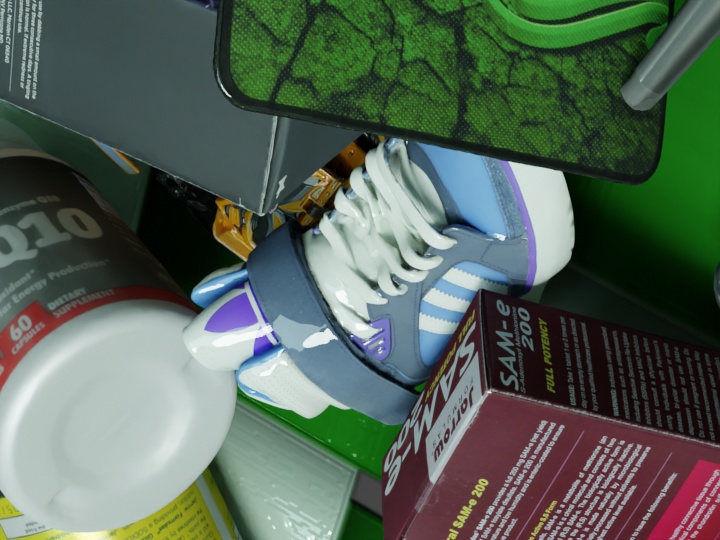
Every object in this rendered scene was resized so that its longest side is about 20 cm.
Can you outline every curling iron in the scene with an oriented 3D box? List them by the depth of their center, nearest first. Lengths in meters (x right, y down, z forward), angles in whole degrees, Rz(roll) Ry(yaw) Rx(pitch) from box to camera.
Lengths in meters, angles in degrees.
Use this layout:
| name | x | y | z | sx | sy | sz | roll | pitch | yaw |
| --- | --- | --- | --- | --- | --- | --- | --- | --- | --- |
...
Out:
| name | x | y | z | sx | sy | sz | roll | pitch | yaw |
| --- | --- | --- | --- | --- | --- | --- | --- | --- | --- |
| curling iron | 0.140 | -0.129 | 0.787 | 0.049 | 0.026 | 0.200 | 18 | 133 | -14 |

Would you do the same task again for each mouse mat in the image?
| name | x | y | z | sx | sy | sz | roll | pitch | yaw |
| --- | --- | --- | --- | --- | --- | --- | --- | --- | --- |
| mouse mat | 0.039 | -0.121 | 0.813 | 0.008 | 0.199 | 0.162 | -1 | 83 | 53 |

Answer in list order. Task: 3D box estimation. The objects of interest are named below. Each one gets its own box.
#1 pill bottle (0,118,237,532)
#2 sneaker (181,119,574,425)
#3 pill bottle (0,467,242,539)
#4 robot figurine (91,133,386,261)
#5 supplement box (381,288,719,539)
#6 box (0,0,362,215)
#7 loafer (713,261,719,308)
| name | x | y | z | sx | sy | sz | roll | pitch | yaw |
| --- | --- | --- | --- | --- | --- | --- | --- | --- | --- |
| pill bottle | -0.147 | 0.016 | 1.043 | 0.200 | 0.114 | 0.114 | 45 | 140 | 45 |
| sneaker | 0.000 | 0.000 | 0.924 | 0.200 | 0.146 | 0.081 | 93 | 152 | -67 |
| pill bottle | -0.114 | 0.147 | 1.145 | 0.112 | 0.112 | 0.201 | -13 | 108 | 37 |
| robot figurine | -0.069 | -0.079 | 1.021 | 0.200 | 0.058 | 0.145 | 43 | 133 | 5 |
| supplement box | 0.119 | 0.086 | 0.931 | 0.199 | 0.061 | 0.109 | 15 | 130 | -16 |
| box | -0.040 | -0.117 | 0.887 | 0.141 | 0.200 | 0.079 | 25 | 127 | 18 |
| loafer | 0.226 | 0.041 | 0.892 | 0.200 | 0.068 | 0.070 | 40 | 140 | 12 |
